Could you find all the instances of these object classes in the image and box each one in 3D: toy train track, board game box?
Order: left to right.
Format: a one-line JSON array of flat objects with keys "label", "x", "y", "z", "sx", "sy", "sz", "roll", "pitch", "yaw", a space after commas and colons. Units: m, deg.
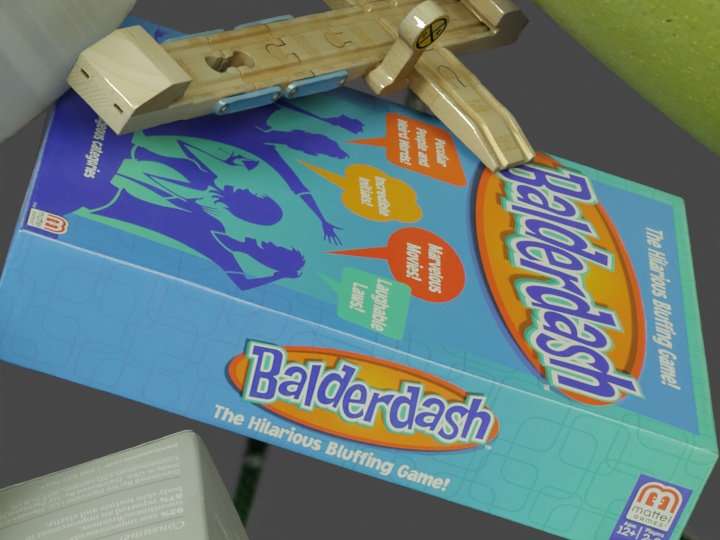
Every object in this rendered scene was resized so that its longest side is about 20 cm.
[{"label": "toy train track", "x": -0.008, "y": -0.073, "z": 0.864, "sx": 0.115, "sy": 0.033, "sz": 0.200, "roll": 46, "pitch": 33, "yaw": 18}, {"label": "board game box", "x": 0.000, "y": 0.000, "z": 0.850, "sx": 0.200, "sy": 0.045, "sz": 0.152, "roll": 18, "pitch": 28, "yaw": -8}]

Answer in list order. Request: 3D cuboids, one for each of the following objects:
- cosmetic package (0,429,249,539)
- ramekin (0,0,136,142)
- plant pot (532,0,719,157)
[{"label": "cosmetic package", "x": -0.057, "y": 0.145, "z": 0.746, "sx": 0.090, "sy": 0.107, "sz": 0.200, "roll": -18, "pitch": 34, "yaw": 1}, {"label": "ramekin", "x": -0.151, "y": -0.119, "z": 0.831, "sx": 0.200, "sy": 0.098, "sz": 0.201, "roll": -8, "pitch": 63, "yaw": 15}, {"label": "plant pot", "x": 0.114, "y": -0.129, "z": 0.908, "sx": 0.187, "sy": 0.187, "sz": 0.200, "roll": -38, "pitch": 100, "yaw": -20}]
